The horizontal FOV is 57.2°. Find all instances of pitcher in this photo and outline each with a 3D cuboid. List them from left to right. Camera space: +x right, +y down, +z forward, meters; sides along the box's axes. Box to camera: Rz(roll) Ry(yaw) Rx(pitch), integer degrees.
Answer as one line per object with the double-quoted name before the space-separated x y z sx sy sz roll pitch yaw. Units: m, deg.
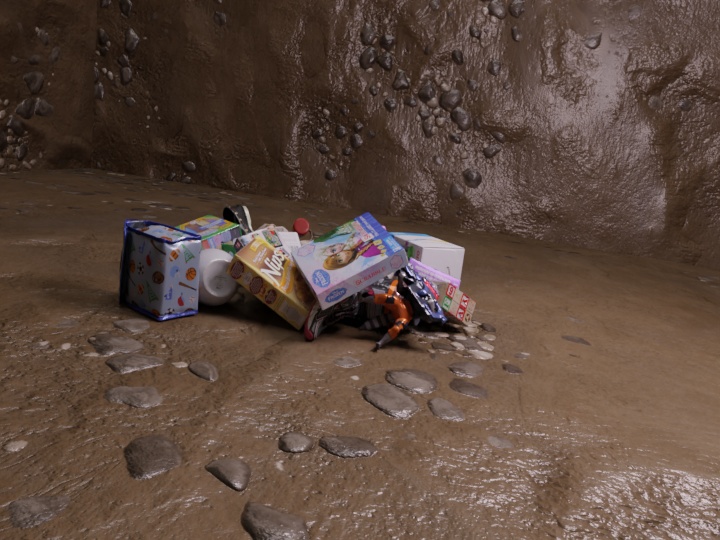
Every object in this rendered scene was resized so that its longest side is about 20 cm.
"pitcher" -0.320 0.017 1.487 0.167 0.125 0.198 8 -2 -29

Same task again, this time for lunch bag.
"lunch bag" -0.434 -0.007 1.372 0.196 0.176 0.122 18 15 37

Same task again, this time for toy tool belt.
"toy tool belt" -0.234 -0.068 1.819 0.197 0.127 0.123 -32 -5 -19

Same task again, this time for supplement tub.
"supplement tub" 0.040 0.068 1.478 0.194 0.110 0.107 12 12 18

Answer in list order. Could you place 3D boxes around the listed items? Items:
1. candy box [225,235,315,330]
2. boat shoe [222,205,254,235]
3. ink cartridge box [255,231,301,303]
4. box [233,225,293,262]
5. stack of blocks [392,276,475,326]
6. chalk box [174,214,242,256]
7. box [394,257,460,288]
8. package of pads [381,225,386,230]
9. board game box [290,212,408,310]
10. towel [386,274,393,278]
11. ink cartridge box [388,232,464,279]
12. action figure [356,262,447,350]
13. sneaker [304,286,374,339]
"candy box" -0.175 0.023 1.405 0.198 0.056 0.116 38 29 0
"boat shoe" -0.302 -0.084 1.699 0.062 0.074 0.204 -3 52 -36
"ink cartridge box" -0.186 0.009 1.563 0.113 0.067 0.204 1 55 -31
"box" -0.191 -0.004 1.497 0.109 0.035 0.202 -22 69 -41
"stack of blocks" 0.157 0.070 1.553 0.197 0.060 0.114 7 -20 47
"chalk box" -0.366 -0.047 1.648 0.122 0.128 0.197 -25 28 -34
"box" 0.152 0.031 1.630 0.134 0.040 0.200 23 -14 -5
"package of pads" -0.037 -0.048 1.563 0.197 0.078 0.119 -21 12 -40
"board game box" -0.028 -0.026 1.356 0.196 0.042 0.200 -28 33 -9
"towel" 0.000 0.000 1.604 0.194 0.035 0.133 -6 22 24
"ink cartridge box" 0.171 -0.012 1.843 0.142 0.152 0.199 2 12 -29
"action figure" 0.080 0.055 1.373 0.189 0.105 0.204 -17 66 -26
"sneaker" -0.045 0.074 1.361 0.074 0.082 0.200 36 51 14
